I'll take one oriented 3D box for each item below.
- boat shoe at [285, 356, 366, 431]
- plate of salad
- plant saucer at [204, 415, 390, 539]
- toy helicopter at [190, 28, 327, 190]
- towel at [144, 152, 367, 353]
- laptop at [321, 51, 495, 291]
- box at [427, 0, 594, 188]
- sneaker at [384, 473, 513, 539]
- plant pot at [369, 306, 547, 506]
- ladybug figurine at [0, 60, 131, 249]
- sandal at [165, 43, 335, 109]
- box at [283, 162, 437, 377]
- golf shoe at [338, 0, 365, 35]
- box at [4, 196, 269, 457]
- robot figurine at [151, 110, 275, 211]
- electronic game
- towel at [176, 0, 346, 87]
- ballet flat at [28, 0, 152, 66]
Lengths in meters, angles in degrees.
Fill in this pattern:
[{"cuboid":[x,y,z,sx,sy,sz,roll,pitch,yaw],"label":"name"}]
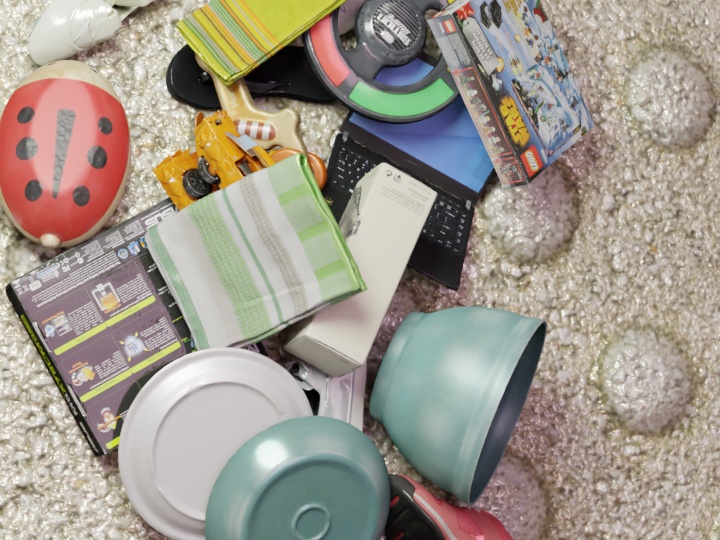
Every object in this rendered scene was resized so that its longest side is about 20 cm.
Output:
[{"cuboid":[-0.039,0.115,1.731,0.071,0.070,0.203,4,82,-29],"label":"boat shoe"},{"cuboid":[-0.141,0.171,1.673,0.198,0.048,0.202,-4,102,-18],"label":"plate of salad"},{"cuboid":[-0.054,0.243,1.679,0.199,0.036,0.202,-8,109,-23],"label":"plant saucer"},{"cuboid":[-0.126,-0.145,1.726,0.131,0.079,0.201,-21,87,12],"label":"toy helicopter"},{"cuboid":[-0.104,-0.009,1.626,0.150,0.199,0.031,63,31,-4],"label":"towel"},{"cuboid":[0.066,-0.113,1.791,0.176,0.103,0.201,28,46,-13],"label":"laptop"},{"cuboid":[0.162,-0.207,1.802,0.137,0.040,0.201,-39,111,-39],"label":"box"},{"cuboid":[0.100,0.275,1.769,0.200,0.074,0.087,43,44,-4],"label":"sneaker"},{"cuboid":[0.091,0.119,1.731,0.133,0.201,0.201,23,71,13],"label":"plant pot"},{"cuboid":[-0.291,-0.119,1.669,0.135,0.072,0.202,4,70,-11],"label":"ladybug figurine"},{"cuboid":[-0.106,-0.212,1.782,0.199,0.043,0.077,-5,83,-21],"label":"sandal"},{"cuboid":[0.000,0.000,1.693,0.068,0.082,0.201,29,68,-11],"label":"box"},{"cuboid":[-0.067,-0.334,1.805,0.200,0.078,0.097,45,75,-6],"label":"golf shoe"},{"cuboid":[-0.220,0.053,1.692,0.199,0.047,0.194,-31,94,-23],"label":"box"},{"cuboid":[-0.108,-0.051,1.670,0.200,0.145,0.058,52,39,0],"label":"robot figurine"},{"cuboid":[0.032,-0.252,1.774,0.198,0.042,0.202,3,82,-21],"label":"electronic game"},{"cuboid":[-0.085,-0.273,1.721,0.200,0.018,0.086,-38,77,-15],"label":"towel"},{"cuboid":[-0.250,-0.274,1.721,0.069,0.069,0.200,47,67,-7],"label":"ballet flat"}]
